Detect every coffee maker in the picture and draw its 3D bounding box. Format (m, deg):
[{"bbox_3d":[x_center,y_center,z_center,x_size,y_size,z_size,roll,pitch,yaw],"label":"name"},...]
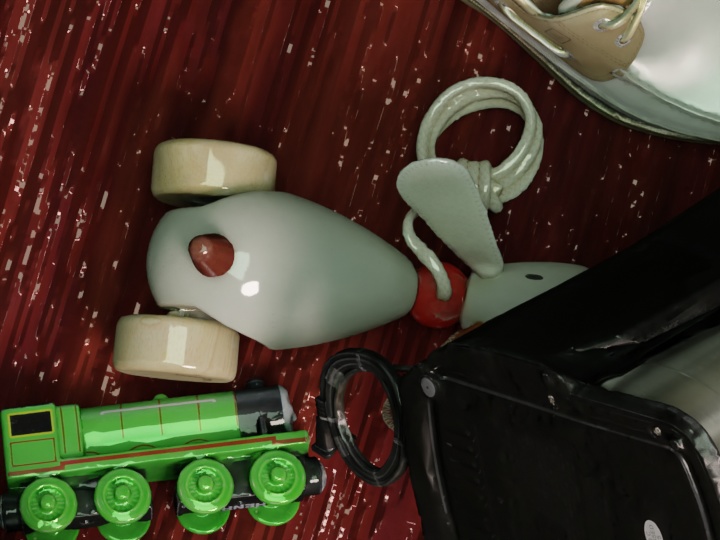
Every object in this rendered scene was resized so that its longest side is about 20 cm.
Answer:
[{"bbox_3d":[0.121,0.032,0.752,0.200,0.135,0.192,-27,52,-36],"label":"coffee maker"}]

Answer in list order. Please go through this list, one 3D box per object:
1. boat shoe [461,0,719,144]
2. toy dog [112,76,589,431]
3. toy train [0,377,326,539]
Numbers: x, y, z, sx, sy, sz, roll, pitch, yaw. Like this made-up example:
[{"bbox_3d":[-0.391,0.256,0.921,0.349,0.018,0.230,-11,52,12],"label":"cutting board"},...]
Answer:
[{"bbox_3d":[0.094,-0.111,0.847,0.199,0.068,0.075,27,86,-2],"label":"boat shoe"},{"bbox_3d":[0.000,0.000,0.818,0.199,0.096,0.133,-13,89,-7],"label":"toy dog"},{"bbox_3d":[-0.114,0.079,0.839,0.199,0.042,0.057,-6,68,-8],"label":"toy train"}]
